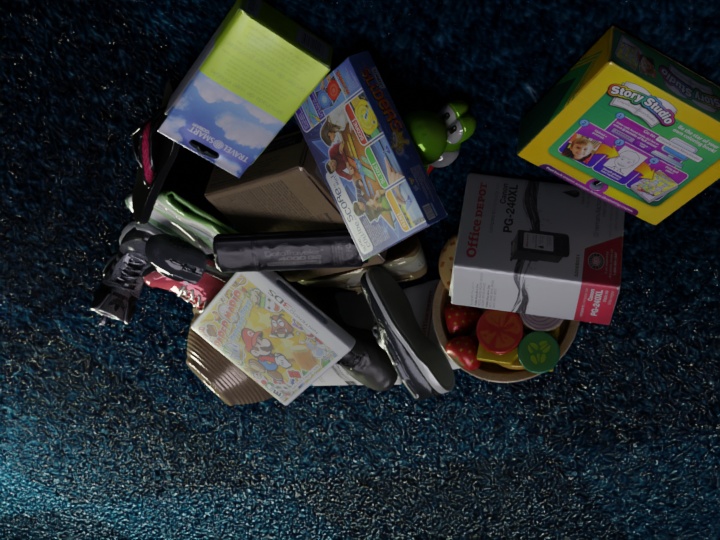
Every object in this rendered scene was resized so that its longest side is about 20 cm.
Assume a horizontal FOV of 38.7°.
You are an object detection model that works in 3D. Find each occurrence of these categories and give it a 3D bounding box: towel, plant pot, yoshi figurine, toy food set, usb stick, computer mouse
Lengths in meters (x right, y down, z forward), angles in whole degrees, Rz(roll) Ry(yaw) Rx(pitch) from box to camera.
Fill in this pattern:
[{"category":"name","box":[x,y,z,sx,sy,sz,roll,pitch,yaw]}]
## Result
[{"category":"towel","box":[-0.233,-0.060,1.381,0.148,0.031,0.199,31,169,-24]},{"category":"plant pot","box":[-0.206,0.144,1.599,0.200,0.093,0.201,41,166,12]},{"category":"yoshi figurine","box":[0.046,-0.130,1.194,0.112,0.113,0.200,36,133,-15]},{"category":"toy food set","box":[0.188,0.044,1.315,0.195,0.203,0.049,7,161,15]},{"category":"usb stick","box":[-0.089,-0.025,1.290,0.196,0.033,0.056,-2,125,4]},{"category":"computer mouse","box":[-0.211,0.009,1.421,0.198,0.034,0.059,26,104,1]}]

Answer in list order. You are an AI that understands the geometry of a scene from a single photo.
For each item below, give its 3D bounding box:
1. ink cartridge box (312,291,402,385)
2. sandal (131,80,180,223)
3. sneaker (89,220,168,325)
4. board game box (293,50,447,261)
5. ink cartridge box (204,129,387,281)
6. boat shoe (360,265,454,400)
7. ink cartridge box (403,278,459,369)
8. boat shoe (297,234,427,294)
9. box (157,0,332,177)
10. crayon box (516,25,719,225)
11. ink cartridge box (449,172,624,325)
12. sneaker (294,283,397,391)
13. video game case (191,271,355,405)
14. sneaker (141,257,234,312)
[{"category":"ink cartridge box","box":[-0.039,0.107,1.577,0.197,0.085,0.145,-3,143,23]},{"category":"sandal","box":[-0.262,-0.142,1.264,0.044,0.076,0.201,6,129,-29]},{"category":"sneaker","box":[-0.343,0.012,1.519,0.075,0.115,0.200,24,144,-17]},{"category":"board game box","box":[0.005,-0.125,1.156,0.135,0.034,0.202,-26,89,53]},{"category":"ink cartridge box","box":[-0.077,-0.080,1.332,0.163,0.076,0.200,-12,138,32]},{"category":"boat shoe","box":[0.049,0.089,1.372,0.060,0.076,0.202,-27,97,31]},{"category":"ink cartridge box","box":[0.146,0.069,1.433,0.198,0.116,0.068,-14,139,35]},{"category":"boat shoe","box":[0.000,0.000,1.421,0.197,0.075,0.067,-8,135,28]},{"category":"box","box":[-0.133,-0.206,1.167,0.121,0.048,0.200,29,131,-22]},{"category":"crayon box","box":[0.300,-0.151,1.119,0.198,0.059,0.173,24,143,-16]},{"category":"ink cartridge box","box":[0.213,-0.028,1.244,0.197,0.147,0.084,8,147,8]},{"category":"sneaker","box":[-0.034,0.102,1.441,0.199,0.091,0.076,40,113,7]},{"category":"video game case","box":[-0.124,0.087,1.408,0.181,0.023,0.200,40,138,-6]},{"category":"sneaker","box":[-0.218,0.032,1.486,0.197,0.088,0.074,7,159,-21]}]
